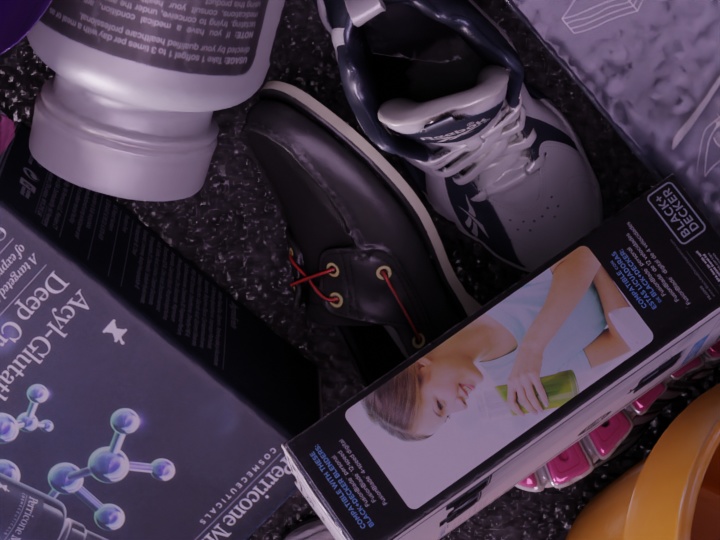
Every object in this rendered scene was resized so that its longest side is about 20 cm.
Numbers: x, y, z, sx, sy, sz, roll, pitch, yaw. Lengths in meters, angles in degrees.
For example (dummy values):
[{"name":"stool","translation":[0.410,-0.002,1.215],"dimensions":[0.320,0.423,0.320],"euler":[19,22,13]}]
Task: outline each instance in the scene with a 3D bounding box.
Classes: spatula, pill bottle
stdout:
[{"name":"spatula","translation":[-0.168,-0.084,0.878],"dimensions":[0.021,0.057,0.200],"euler":[31,150,-13]},{"name":"pill bottle","translation":[-0.084,-0.137,0.876],"dimensions":[0.110,0.111,0.201],"euler":[13,111,-7]}]

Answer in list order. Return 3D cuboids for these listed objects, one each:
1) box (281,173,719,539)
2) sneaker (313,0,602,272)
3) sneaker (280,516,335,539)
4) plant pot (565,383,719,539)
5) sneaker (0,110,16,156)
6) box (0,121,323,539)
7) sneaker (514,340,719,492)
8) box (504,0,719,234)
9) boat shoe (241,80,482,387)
[{"name":"box","translation":[0.066,0.051,0.869],"dimensions":[0.200,0.117,0.060],"euler":[-34,78,-8]},{"name":"sneaker","translation":[0.047,-0.062,0.900],"dimensions":[0.079,0.130,0.199],"euler":[-26,111,11]},{"name":"sneaker","translation":[0.013,0.225,1.046],"dimensions":[0.074,0.079,0.200],"euler":[-27,112,7]},{"name":"plant pot","translation":[0.187,0.148,0.943],"dimensions":[0.200,0.183,0.201],"euler":[5,77,-22]},{"name":"sneaker","translation":[-0.226,-0.035,0.880],"dimensions":[0.086,0.080,0.200],"euler":[38,146,-19]},{"name":"box","translation":[-0.138,0.058,0.957],"dimensions":[0.200,0.107,0.148],"euler":[40,105,-17]},{"name":"sneaker","translation":[0.136,0.035,0.978],"dimensions":[0.200,0.087,0.074],"euler":[-40,85,-9]},{"name":"box","translation":[0.168,-0.149,0.874],"dimensions":[0.197,0.117,0.200],"euler":[-39,109,12]},{"name":"boat shoe","translation":[0.002,0.001,0.936],"dimensions":[0.063,0.074,0.202],"euler":[-45,124,-18]}]
